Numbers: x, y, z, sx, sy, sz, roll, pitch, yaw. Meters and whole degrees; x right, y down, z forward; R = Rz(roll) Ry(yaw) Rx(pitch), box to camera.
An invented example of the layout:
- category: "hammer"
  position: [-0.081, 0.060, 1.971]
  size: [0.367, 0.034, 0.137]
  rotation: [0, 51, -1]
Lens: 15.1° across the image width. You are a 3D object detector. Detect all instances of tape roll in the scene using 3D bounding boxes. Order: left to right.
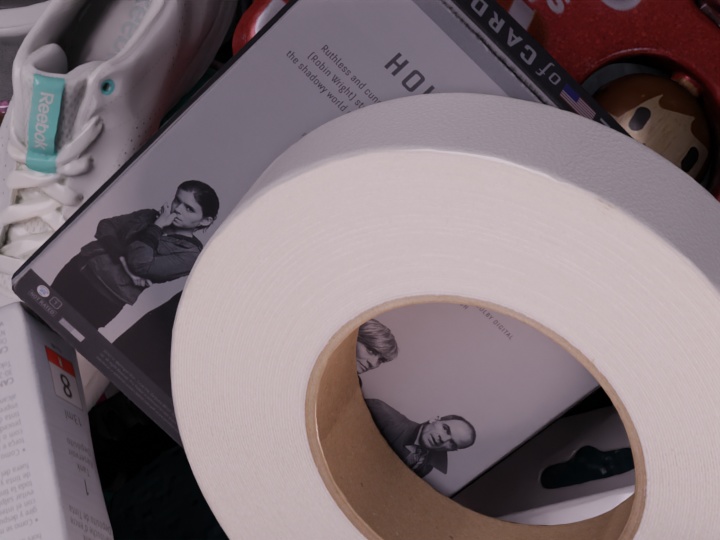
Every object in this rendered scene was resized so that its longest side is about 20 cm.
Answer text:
- category: "tape roll"
  position: [0.039, 0.044, 0.810]
  size: [0.201, 0.037, 0.204]
  rotation: [12, 124, 17]

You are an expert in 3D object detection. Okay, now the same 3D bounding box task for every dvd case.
- category: "dvd case"
  position: [0.000, 0.000, 0.839]
  size: [0.150, 0.025, 0.200]
  rotation: [44, 128, -8]

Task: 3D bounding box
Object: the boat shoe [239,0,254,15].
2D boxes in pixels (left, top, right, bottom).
- category: "boat shoe"
  position: [-0.008, -0.070, 0.992]
  size: [0.071, 0.068, 0.202]
  rotation: [-20, 70, 24]

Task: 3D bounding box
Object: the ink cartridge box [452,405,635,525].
- category: "ink cartridge box"
  position: [0.075, 0.140, 0.899]
  size: [0.115, 0.067, 0.202]
  rotation: [-16, 72, 26]

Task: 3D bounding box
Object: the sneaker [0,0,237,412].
- category: "sneaker"
  position: [-0.104, -0.039, 0.937]
  size: [0.075, 0.089, 0.201]
  rotation: [16, 82, 9]

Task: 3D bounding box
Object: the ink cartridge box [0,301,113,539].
- category: "ink cartridge box"
  position: [-0.153, 0.128, 0.876]
  size: [0.161, 0.050, 0.201]
  rotation: [-20, 67, 13]

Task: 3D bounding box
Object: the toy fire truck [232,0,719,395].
- category: "toy fire truck"
  position: [0.061, -0.061, 0.912]
  size: [0.200, 0.112, 0.168]
  rotation: [39, 81, -6]

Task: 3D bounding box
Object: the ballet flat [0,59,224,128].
- category: "ballet flat"
  position: [-0.135, -0.033, 1.020]
  size: [0.198, 0.071, 0.070]
  rotation: [-15, 80, -8]

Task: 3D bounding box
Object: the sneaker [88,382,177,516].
- category: "sneaker"
  position: [-0.095, 0.067, 1.000]
  size: [0.199, 0.083, 0.122]
  rotation: [2, 75, 38]

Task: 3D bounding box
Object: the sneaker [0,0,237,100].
- category: "sneaker"
  position: [-0.124, -0.123, 1.076]
  size: [0.199, 0.071, 0.100]
  rotation: [-11, 58, 35]
